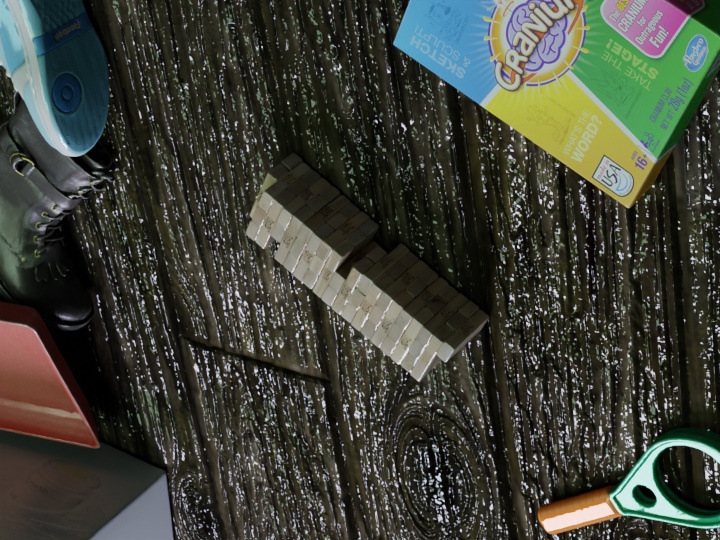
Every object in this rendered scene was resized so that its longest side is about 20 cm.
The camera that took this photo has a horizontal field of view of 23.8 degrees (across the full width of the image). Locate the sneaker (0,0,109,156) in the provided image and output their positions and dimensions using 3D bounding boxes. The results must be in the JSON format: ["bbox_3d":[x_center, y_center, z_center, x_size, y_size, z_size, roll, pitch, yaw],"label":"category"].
[{"bbox_3d":[-0.285,-0.189,1.400,0.130,0.079,0.200,-1,109,38],"label":"sneaker"}]

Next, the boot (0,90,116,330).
[{"bbox_3d":[-0.270,-0.052,1.496,0.174,0.069,0.200,-31,105,39],"label":"boot"}]

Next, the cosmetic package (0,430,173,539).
[{"bbox_3d":[-0.321,0.257,1.658,0.199,0.200,0.123,19,128,28],"label":"cosmetic package"}]

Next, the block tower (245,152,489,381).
[{"bbox_3d":[0.000,0.000,1.315,0.200,0.054,0.058,40,138,11],"label":"block tower"}]

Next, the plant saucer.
[{"bbox_3d":[-0.351,0.083,1.590,0.200,0.037,0.200,8,144,20],"label":"plant saucer"}]

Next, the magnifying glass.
[{"bbox_3d":[0.211,0.168,1.288,0.200,0.022,0.080,-27,101,45],"label":"magnifying glass"}]

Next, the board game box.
[{"bbox_3d":[0.130,-0.155,1.103,0.200,0.040,0.153,36,136,14],"label":"board game box"}]
